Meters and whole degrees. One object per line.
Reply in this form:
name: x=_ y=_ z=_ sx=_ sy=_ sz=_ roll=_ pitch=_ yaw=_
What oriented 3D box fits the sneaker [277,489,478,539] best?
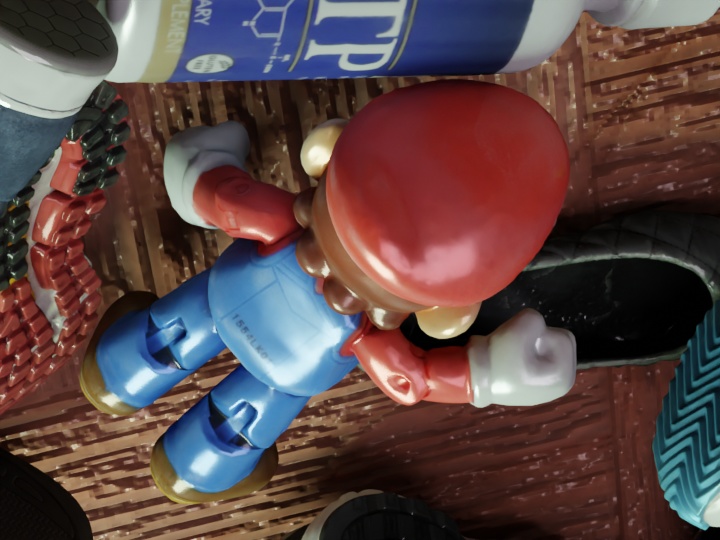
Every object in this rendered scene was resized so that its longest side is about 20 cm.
sneaker: x=0.034 y=0.142 z=1.071 sx=0.079 sy=0.074 sz=0.200 roll=-21 pitch=142 yaw=40

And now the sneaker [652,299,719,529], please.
sneaker: x=0.187 y=0.018 z=0.975 sx=0.081 sy=0.076 sz=0.200 roll=38 pitch=90 yaw=-29

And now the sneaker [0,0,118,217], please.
sneaker: x=-0.186 y=-0.066 z=0.799 sx=0.202 sy=0.077 sz=0.147 roll=39 pitch=119 yaw=9

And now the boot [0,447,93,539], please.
boot: x=-0.208 y=0.130 z=0.980 sx=0.199 sy=0.073 sz=0.151 roll=8 pitch=121 yaw=-16

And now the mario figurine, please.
mario figurine: x=0.000 y=0.000 z=0.897 sx=0.123 sy=0.107 sz=0.200 roll=28 pitch=136 yaw=-29

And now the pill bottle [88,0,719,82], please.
pill bottle: x=0.012 y=-0.120 z=0.835 sx=0.198 sy=0.120 sz=0.120 roll=-3 pitch=126 yaw=-14

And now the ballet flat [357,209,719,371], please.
ballet flat: x=0.076 y=0.017 z=0.989 sx=0.199 sy=0.057 sz=0.067 roll=-4 pitch=123 yaw=-18

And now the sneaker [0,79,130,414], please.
sneaker: x=-0.134 y=-0.014 z=0.906 sx=0.078 sy=0.082 sz=0.201 roll=-31 pitch=154 yaw=-39

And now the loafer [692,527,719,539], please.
loafer: x=0.164 y=0.118 z=1.089 sx=0.070 sy=0.073 sz=0.201 roll=9 pitch=117 yaw=-9
